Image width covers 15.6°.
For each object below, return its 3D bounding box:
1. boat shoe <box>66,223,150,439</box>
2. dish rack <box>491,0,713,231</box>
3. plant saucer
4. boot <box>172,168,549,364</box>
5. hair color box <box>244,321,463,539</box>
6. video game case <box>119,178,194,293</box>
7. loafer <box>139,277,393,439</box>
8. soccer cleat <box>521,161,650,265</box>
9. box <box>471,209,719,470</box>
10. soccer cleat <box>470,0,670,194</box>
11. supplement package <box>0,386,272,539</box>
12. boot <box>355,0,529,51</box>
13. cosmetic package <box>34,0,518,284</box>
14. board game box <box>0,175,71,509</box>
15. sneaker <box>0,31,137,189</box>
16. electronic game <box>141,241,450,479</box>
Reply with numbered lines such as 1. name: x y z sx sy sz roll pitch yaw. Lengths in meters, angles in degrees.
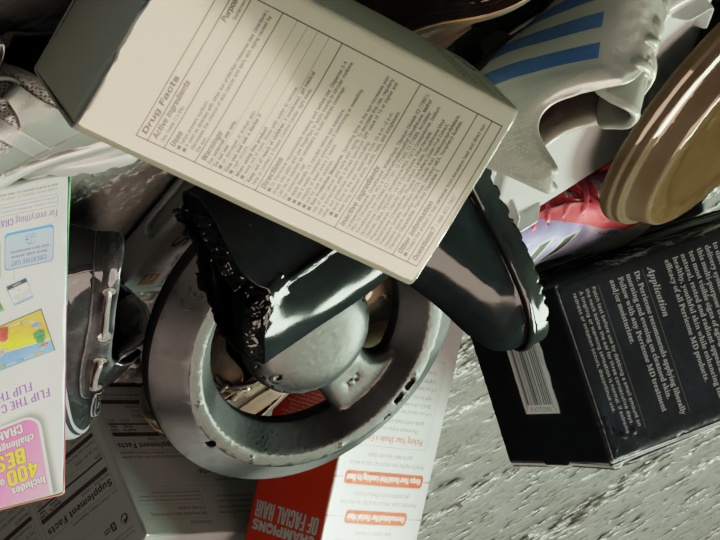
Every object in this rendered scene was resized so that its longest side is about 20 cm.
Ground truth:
1. boat shoe: -0.150 0.035 1.471 0.067 0.072 0.200 -1 147 -3
2. dish rack: 0.129 -0.097 1.491 0.171 0.044 0.200 -31 159 -19
3. plant saucer: 0.218 -0.100 1.554 0.200 0.029 0.200 -43 163 -17
4. boot: 0.000 0.000 1.417 0.168 0.076 0.201 -35 125 -15
5. hair color box: -0.006 0.115 1.665 0.064 0.201 0.111 12 -179 35
6. video game case: -0.022 -0.049 1.500 0.199 0.023 0.182 -4 149 -42
7. loafer: -0.057 0.042 1.592 0.199 0.072 0.063 -24 149 21
8. soccer cleat: 0.115 -0.034 1.612 0.199 0.067 0.076 -12 159 -47
9. box: 0.196 0.040 1.709 0.195 0.125 0.200 -18 -179 -16
10. soccer cleat: 0.131 -0.123 1.358 0.200 0.086 0.070 -48 158 -10
11. supplement package: -0.138 0.163 1.718 0.156 0.111 0.199 -40 153 30
12. boot: 0.029 -0.141 1.327 0.199 0.075 0.097 -26 176 -2
13. cosmetic package: -0.038 -0.083 1.217 0.199 0.071 0.106 27 102 -32
14. board game box: -0.225 0.041 1.337 0.152 0.040 0.201 -13 125 -28
15. sneaker: -0.183 -0.078 1.232 0.199 0.075 0.082 -22 143 -26
16. electronic game: -0.033 0.032 1.498 0.199 0.042 0.201 -17 128 -23
